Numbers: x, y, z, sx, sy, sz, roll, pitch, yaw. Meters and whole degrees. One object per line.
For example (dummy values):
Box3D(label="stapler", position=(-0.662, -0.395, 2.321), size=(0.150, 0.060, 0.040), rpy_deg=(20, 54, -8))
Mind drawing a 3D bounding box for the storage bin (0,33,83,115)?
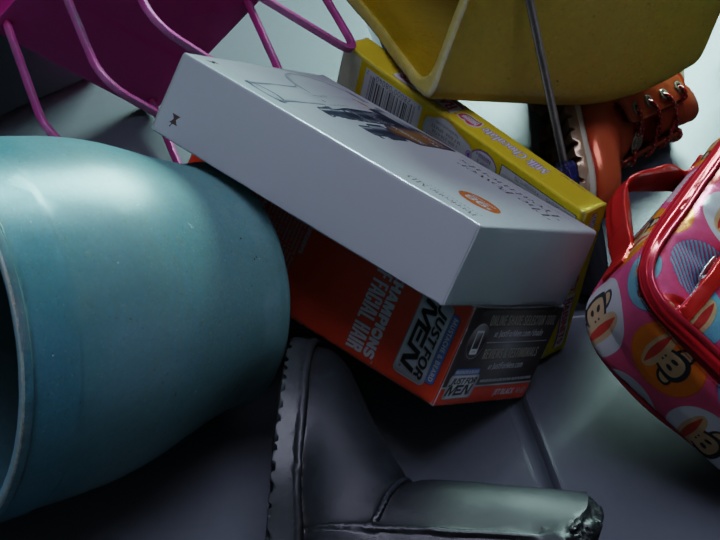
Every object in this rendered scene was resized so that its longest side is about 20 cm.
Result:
Box3D(label="storage bin", position=(-0.252, -0.174, 1.422), size=(0.199, 0.146, 0.134), rpy_deg=(-29, 61, -34))

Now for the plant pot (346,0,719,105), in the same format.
Box3D(label="plant pot", position=(0.123, -0.213, 1.362), size=(0.199, 0.195, 0.196), rpy_deg=(9, 26, -26))

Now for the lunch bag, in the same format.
Box3D(label="lunch bag", position=(0.211, 0.008, 1.247), size=(0.176, 0.082, 0.200), rpy_deg=(42, 45, -1))

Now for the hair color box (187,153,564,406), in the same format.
Box3D(label="hair color box", position=(0.000, 0.000, 1.261), size=(0.199, 0.064, 0.111), rpy_deg=(30, 14, 28))

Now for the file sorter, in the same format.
Box3D(label="file sorter", position=(-0.093, -0.154, 1.332), size=(0.139, 0.200, 0.126), rpy_deg=(27, 27, -44))

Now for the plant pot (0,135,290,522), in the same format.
Box3D(label="plant pot", position=(-0.147, 0.021, 1.168), size=(0.187, 0.201, 0.200), rpy_deg=(-10, 41, -39))

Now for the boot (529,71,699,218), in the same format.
Box3D(label="boot", position=(0.163, -0.096, 1.420), size=(0.106, 0.075, 0.201), rpy_deg=(9, 39, -4))

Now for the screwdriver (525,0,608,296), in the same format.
Box3D(label="screwdriver", position=(0.114, -0.078, 1.302), size=(0.028, 0.201, 0.029), rpy_deg=(-8, 20, 14))

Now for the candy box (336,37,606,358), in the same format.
Box3D(label="candy box", position=(0.054, -0.045, 1.320), size=(0.026, 0.103, 0.200), rpy_deg=(-22, 47, -39))

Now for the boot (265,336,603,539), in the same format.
Box3D(label="boot", position=(0.036, 0.120, 1.146), size=(0.167, 0.077, 0.201), rpy_deg=(4, 41, -2))

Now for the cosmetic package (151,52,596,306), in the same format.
Box3D(label="cosmetic package", position=(0.009, -0.048, 1.214), size=(0.199, 0.052, 0.151), rpy_deg=(31, 16, 25))
